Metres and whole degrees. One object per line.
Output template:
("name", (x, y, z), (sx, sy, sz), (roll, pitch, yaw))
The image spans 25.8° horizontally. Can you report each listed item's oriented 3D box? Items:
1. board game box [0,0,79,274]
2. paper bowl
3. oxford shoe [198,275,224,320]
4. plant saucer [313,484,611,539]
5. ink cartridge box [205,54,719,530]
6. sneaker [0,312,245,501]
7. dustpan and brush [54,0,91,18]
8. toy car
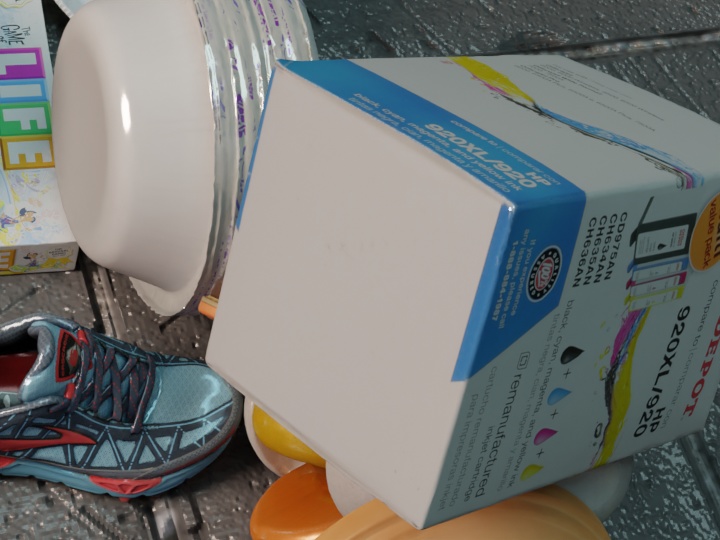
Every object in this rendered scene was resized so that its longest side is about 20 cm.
("board game box", (-0.246, -0.090, 0.922), (0.134, 0.034, 0.201), (-4, 61, -20))
("paper bowl", (-0.103, -0.075, 0.854), (0.104, 0.201, 0.201), (-5, 61, -26))
("oxford shoe", (0.000, 0.000, 0.809), (0.071, 0.073, 0.199), (20, 15, 41))
("plant saucer", (0.041, 0.188, 0.752), (0.199, 0.201, 0.037), (-5, 30, -20))
("ink cartridge box", (0.063, -0.003, 0.697), (0.199, 0.148, 0.144), (-10, 33, -44))
("sneaker", (-0.153, 0.068, 0.818), (0.199, 0.096, 0.080), (1, 60, -17))
("dustpan and brush", (-0.100, -0.158, 0.977), (0.200, 0.139, 0.057), (54, 9, -22))
("toy car", (0.035, 0.118, 0.825), (0.199, 0.175, 0.151), (4, 96, -24))
